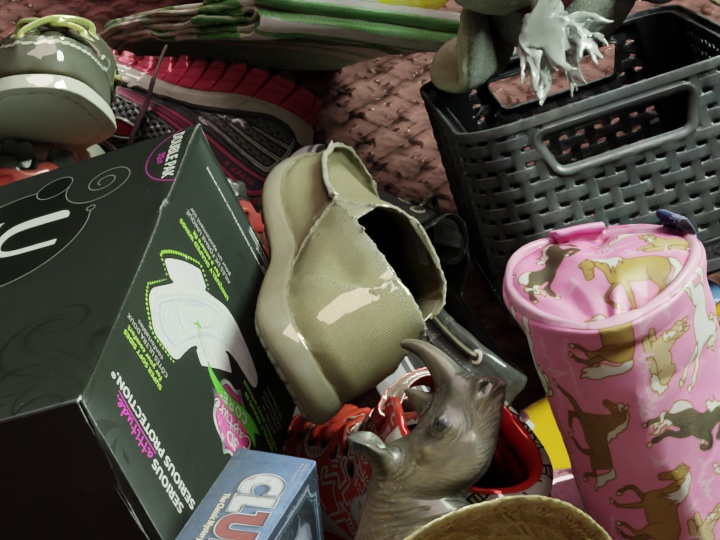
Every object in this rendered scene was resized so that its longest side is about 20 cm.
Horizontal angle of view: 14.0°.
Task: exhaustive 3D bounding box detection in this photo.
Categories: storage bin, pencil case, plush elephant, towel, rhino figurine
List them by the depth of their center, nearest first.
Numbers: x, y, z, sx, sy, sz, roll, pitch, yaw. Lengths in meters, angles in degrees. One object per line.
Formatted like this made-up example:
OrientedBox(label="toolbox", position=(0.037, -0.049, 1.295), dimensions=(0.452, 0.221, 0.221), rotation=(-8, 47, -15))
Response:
OrientedBox(label="rhino figurine", position=(0.043, 0.122, 1.117), dimensions=(0.087, 0.200, 0.060), rotation=(-16, -6, 9))
OrientedBox(label="pencil case", position=(0.118, 0.075, 1.163), dimensions=(0.083, 0.200, 0.087), rotation=(8, 38, 41))
OrientedBox(label="plush elephant", position=(0.080, -0.159, 1.327), dimensions=(0.164, 0.200, 0.155), rotation=(-14, -11, 9))
OrientedBox(label="storage bin", position=(0.112, -0.052, 1.356), dimensions=(0.135, 0.094, 0.200), rotation=(-18, 12, -1))
OrientedBox(label="towel", position=(-0.031, -0.116, 1.474), dimensions=(0.152, 0.023, 0.200), rotation=(3, -2, -28))

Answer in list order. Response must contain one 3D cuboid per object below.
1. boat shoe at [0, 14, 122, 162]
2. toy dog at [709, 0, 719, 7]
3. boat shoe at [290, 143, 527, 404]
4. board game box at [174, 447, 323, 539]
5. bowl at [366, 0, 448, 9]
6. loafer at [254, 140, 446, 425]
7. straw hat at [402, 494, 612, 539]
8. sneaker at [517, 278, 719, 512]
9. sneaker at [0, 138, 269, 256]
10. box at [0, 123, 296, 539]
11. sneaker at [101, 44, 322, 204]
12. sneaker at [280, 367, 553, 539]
OrientedBox(label="boat shoe", position=(-0.145, -0.084, 1.343), dimensions=(0.072, 0.060, 0.202), rotation=(4, -8, -3))
OrientedBox(label="toy dog", position=(0.229, -0.092, 1.405), dimensions=(0.096, 0.200, 0.132), rotation=(-9, 27, 26))
OrientedBox(label="boat shoe", position=(0.023, 0.000, 1.341), dimensions=(0.066, 0.070, 0.200), rotation=(-40, 41, 14))
OrientedBox(label="board game box", position=(-0.061, 0.176, 1.051), dimensions=(0.035, 0.136, 0.200), rotation=(8, 34, 20))
OrientedBox(label="bowl", position=(-0.022, -0.190, 1.550), dimensions=(0.200, 0.200, 0.108), rotation=(8, 43, 7))
OrientedBox(label="loafer", position=(0.000, 0.000, 1.238), dimensions=(0.068, 0.076, 0.200), rotation=(-22, 24, 10))
OrientedBox(label="straw hat", position=(0.006, 0.161, 1.039), dimensions=(0.201, 0.201, 0.085), rotation=(-24, 31, -34))
OrientedBox(label="sneaker", position=(0.127, 0.047, 1.296), dimensions=(0.200, 0.090, 0.075), rotation=(-24, 43, -34))
OrientedBox(label="sneaker", position=(-0.106, 0.001, 1.363), dimensions=(0.200, 0.098, 0.071), rotation=(8, -10, -35))
OrientedBox(label="box", position=(-0.123, 0.058, 1.190), dimensions=(0.148, 0.124, 0.200), rotation=(-16, 28, 21))
OrientedBox(label="sneaker", position=(-0.120, -0.072, 1.471), dimensions=(0.200, 0.075, 0.081), rotation=(8, -9, 25))
OrientedBox(label="sneaker", position=(0.011, 0.075, 1.230), dimensions=(0.067, 0.108, 0.201), rotation=(-20, 40, -30))
